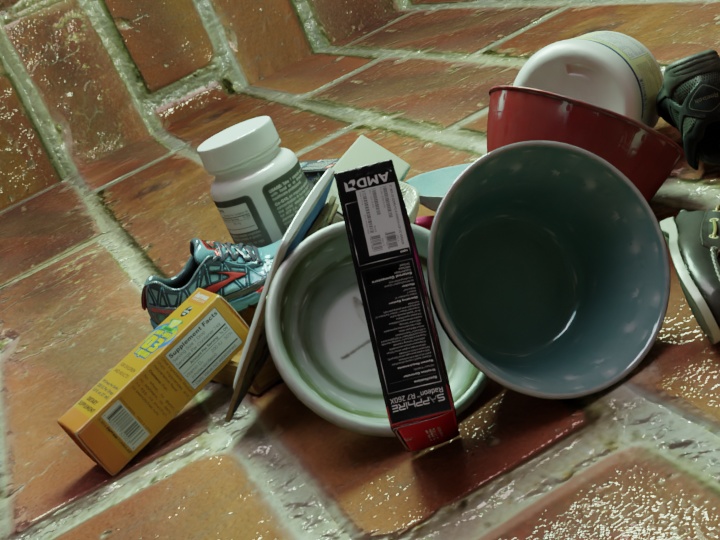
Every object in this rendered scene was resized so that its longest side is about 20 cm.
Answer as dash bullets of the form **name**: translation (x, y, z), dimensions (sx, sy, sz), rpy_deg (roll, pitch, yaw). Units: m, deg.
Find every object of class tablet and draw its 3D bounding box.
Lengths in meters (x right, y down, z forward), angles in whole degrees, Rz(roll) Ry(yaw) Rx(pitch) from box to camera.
- **tablet**: translation (-0.073, 0.010, 1.130), dimensions (0.130, 0.014, 0.200), rpy_deg (-61, -6, -47)

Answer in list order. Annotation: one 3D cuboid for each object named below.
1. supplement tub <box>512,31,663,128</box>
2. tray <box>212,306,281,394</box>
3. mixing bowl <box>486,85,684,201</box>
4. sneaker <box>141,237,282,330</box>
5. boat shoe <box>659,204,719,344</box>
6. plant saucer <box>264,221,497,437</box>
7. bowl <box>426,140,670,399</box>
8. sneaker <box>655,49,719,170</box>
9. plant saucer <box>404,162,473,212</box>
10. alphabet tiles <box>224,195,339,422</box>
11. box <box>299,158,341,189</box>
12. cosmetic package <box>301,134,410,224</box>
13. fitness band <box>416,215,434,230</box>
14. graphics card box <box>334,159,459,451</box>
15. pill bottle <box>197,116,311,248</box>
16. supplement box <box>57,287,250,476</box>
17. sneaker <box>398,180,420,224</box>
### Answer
- **supplement tub**: translation (0.263, -0.195, 1.373), dimensions (0.145, 0.145, 0.200), rpy_deg (-15, 7, 27)
- **tray**: translation (-0.124, 0.081, 1.307), dimensions (0.099, 0.037, 0.200), rpy_deg (-33, 21, -25)
- **mixing bowl**: translation (0.202, -0.095, 1.189), dimensions (0.200, 0.200, 0.109), rpy_deg (21, 90, 66)
- **sneaker**: translation (-0.150, 0.001, 1.351), dimensions (0.200, 0.096, 0.079), rpy_deg (-30, 19, -17)
- **boat shoe**: translation (0.281, -0.006, 0.961), dimensions (0.060, 0.072, 0.201), rpy_deg (-22, 17, 15)
- **plant saucer**: translation (0.016, 0.053, 1.032), dimensions (0.200, 0.200, 0.050), rpy_deg (-33, -18, -24)
- **bowl**: translation (0.135, 0.007, 0.975), dimensions (0.201, 0.201, 0.105), rpy_deg (-30, -2, -18)
- **sneaker**: translation (0.363, -0.152, 1.284), dimensions (0.076, 0.115, 0.199), rpy_deg (-16, -9, 9)
- **plant saucer**: translation (0.147, -0.090, 1.381), dimensions (0.200, 0.039, 0.201), rpy_deg (-6, 14, 2)
- **alphabet tiles**: translation (-0.069, 0.026, 1.146), dimensions (0.200, 0.008, 0.167), rpy_deg (-60, -6, -48)
- **box**: translation (-0.059, -0.088, 1.577), dimensions (0.035, 0.110, 0.200), rpy_deg (-34, 20, -28)
- **cosmetic package**: translation (-0.019, -0.062, 1.339), dimensions (0.104, 0.073, 0.200), rpy_deg (-59, -2, 30)
- **fitness band**: translation (0.035, -0.010, 1.355), dimensions (0.143, 0.038, 0.200), rpy_deg (-8, 23, 43)
- **graphics card box**: translation (0.029, 0.029, 0.931), dimensions (0.051, 0.201, 0.125), rpy_deg (-15, -18, 3)
- **pill bottle**: translation (-0.111, -0.077, 1.464), dimensions (0.114, 0.200, 0.114), rpy_deg (-22, 18, 7)
- **supplement box**: translation (-0.204, 0.108, 1.218), dimensions (0.200, 0.069, 0.066), rpy_deg (-43, 25, -19)
- **sneaker**: translation (0.000, 0.000, 1.166), dimensions (0.075, 0.085, 0.200), rpy_deg (25, 49, 16)
